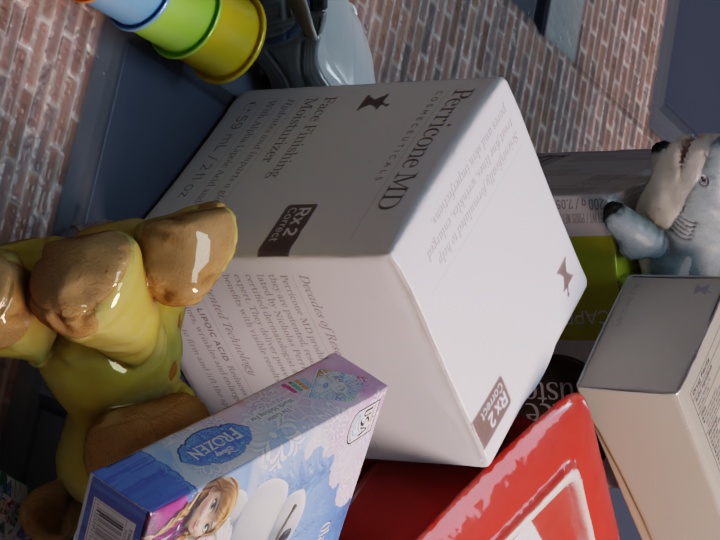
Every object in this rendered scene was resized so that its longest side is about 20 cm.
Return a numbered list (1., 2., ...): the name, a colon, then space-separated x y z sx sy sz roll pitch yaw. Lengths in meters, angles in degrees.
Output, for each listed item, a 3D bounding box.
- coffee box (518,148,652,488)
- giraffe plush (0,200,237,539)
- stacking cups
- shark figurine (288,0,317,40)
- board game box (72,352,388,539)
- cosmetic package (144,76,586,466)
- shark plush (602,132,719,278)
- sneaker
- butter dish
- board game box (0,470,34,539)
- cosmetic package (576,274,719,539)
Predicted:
1. coffee box: 0.141 0.029 1.432 0.200 0.199 0.199 -21 107 -54
2. giraffe plush: -0.130 0.058 1.076 0.200 0.171 0.163 -65 144 -84
3. stacking cups: -0.134 -0.164 1.157 0.200 0.060 0.061 24 70 -52
4. shark figurine: -0.043 -0.186 1.162 0.089 0.214 0.129 -27 104 -33
5. board game box: -0.080 0.162 1.062 0.199 0.043 0.201 -26 139 -52
6. cosmetic package: 0.000 0.000 1.228 0.165 0.199 0.166 -57 134 -39
7. shark plush: 0.220 0.008 1.299 0.091 0.083 0.201 -32 115 -50
8. sneaker: -0.034 -0.154 1.310 0.087 0.074 0.201 -61 144 -52
9. butter dish: 0.048 0.166 1.267 0.200 0.147 0.200 -42 141 -20
10. board game box: -0.224 0.194 1.050 0.134 0.029 0.201 40 57 -47
11. cosmetic package: 0.213 0.109 1.300 0.104 0.073 0.201 -58 135 -37
